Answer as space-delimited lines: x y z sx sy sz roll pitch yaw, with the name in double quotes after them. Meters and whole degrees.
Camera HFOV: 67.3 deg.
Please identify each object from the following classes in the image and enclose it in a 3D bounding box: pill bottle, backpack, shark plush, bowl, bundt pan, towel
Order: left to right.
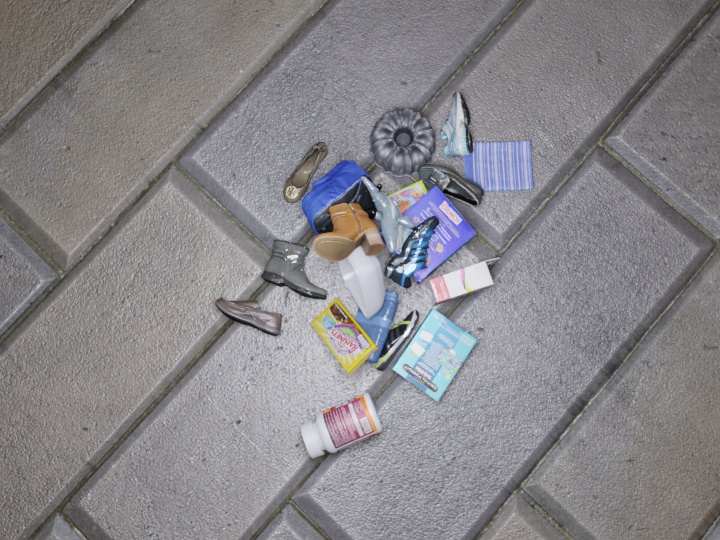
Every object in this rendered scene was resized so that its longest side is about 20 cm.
-0.058 -0.182 1.475 0.200 0.163 0.168 -40 46 0 "backpack"
-0.050 0.410 1.423 0.198 0.110 0.111 -23 83 -2 "pill bottle"
0.000 0.000 1.414 0.074 0.201 0.200 -24 45 -11 "bowl"
0.033 0.147 1.457 0.111 0.048 0.202 8 70 37 "towel"
0.062 -0.148 1.348 0.083 0.090 0.202 -27 102 -41 "shark plush"
0.121 -0.372 1.539 0.199 0.076 0.205 0 84 1 "bundt pan"
0.395 -0.301 1.552 0.197 0.024 0.147 -2 83 0 "towel"

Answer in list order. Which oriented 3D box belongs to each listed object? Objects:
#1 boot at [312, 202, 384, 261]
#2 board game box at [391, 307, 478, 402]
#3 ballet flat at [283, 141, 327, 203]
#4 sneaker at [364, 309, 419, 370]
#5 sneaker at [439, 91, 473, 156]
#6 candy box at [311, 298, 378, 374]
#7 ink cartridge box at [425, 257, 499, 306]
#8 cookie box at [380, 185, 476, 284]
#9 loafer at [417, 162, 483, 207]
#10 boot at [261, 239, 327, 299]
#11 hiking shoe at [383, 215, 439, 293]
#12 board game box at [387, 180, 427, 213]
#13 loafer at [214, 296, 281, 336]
-0.050 -0.103 1.319 0.198 0.074 0.156 1 47 -35 "boot"
0.201 0.228 1.474 0.150 0.047 0.201 35 85 5 "board game box"
-0.157 -0.283 1.544 0.067 0.046 0.201 34 84 5 "ballet flat"
0.082 0.178 1.470 0.083 0.072 0.201 36 84 6 "sneaker"
0.265 -0.418 1.543 0.085 0.077 0.202 -10 68 27 "sneaker"
-0.045 0.172 1.441 0.102 0.026 0.200 -46 51 3 "candy box"
0.283 0.032 1.463 0.198 0.117 0.068 -19 82 -1 "ink cartridge box"
0.180 -0.093 1.455 0.199 0.075 0.172 -39 84 -3 "cookie box"
0.251 -0.238 1.508 0.198 0.072 0.063 22 44 -3 "loafer"
-0.168 -0.006 1.503 0.198 0.068 0.132 21 78 2 "boot"
0.146 -0.046 1.384 0.086 0.074 0.201 37 97 -2 "hiking shoe"
0.153 -0.133 1.522 0.133 0.045 0.202 -25 83 -2 "board game box"
-0.303 0.115 1.490 0.198 0.073 0.072 23 73 -1 "loafer"
